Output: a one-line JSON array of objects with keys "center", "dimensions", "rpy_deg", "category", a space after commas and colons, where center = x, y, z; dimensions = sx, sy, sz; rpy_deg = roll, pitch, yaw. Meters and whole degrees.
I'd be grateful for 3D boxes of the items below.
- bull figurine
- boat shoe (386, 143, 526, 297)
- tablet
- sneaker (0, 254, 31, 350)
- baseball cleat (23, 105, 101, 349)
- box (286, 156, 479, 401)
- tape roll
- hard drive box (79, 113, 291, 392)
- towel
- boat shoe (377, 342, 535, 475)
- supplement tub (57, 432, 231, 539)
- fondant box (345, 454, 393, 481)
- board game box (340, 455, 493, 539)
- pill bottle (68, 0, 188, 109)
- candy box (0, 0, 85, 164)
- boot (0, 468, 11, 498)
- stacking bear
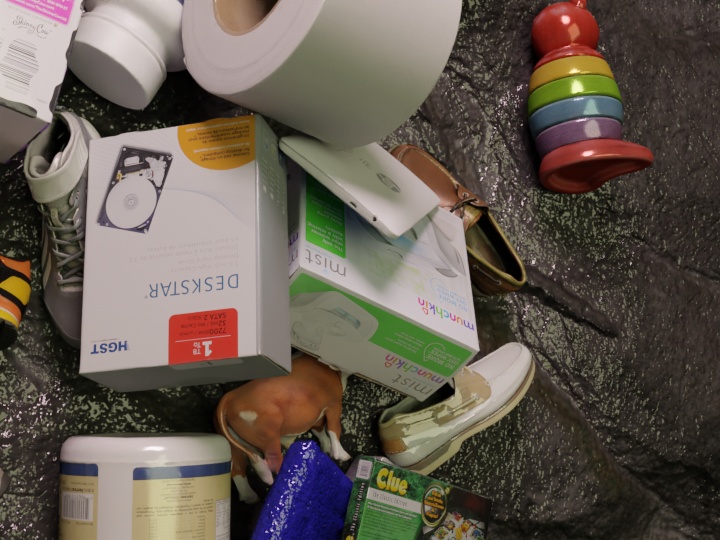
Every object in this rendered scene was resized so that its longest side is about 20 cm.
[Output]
[{"center": [-0.056, 0.129, 1.020], "dimensions": [0.199, 0.065, 0.123], "rpy_deg": [-23, 101, -44], "category": "bull figurine"}, {"center": [0.105, -0.058, 1.145], "dimensions": [0.200, 0.068, 0.072], "rpy_deg": [47, 66, -17], "category": "boat shoe"}, {"center": [0.006, -0.088, 0.991], "dimensions": [0.130, 0.200, 0.014], "rpy_deg": [40, 110, 4], "category": "tablet"}, {"center": [-0.363, -0.008, 0.878], "dimensions": [0.198, 0.070, 0.091], "rpy_deg": [25, 47, -19], "category": "sneaker"}, {"center": [-0.251, -0.036, 0.915], "dimensions": [0.069, 0.106, 0.203], "rpy_deg": [-9, 81, 5], "category": "baseball cleat"}, {"center": [0.000, 0.000, 1.022], "dimensions": [0.198, 0.097, 0.178], "rpy_deg": [27, 39, -25], "category": "box"}, {"center": [-0.035, -0.217, 0.891], "dimensions": [0.138, 0.201, 0.206], "rpy_deg": [18, 75, -42], "category": "tape roll"}, {"center": [-0.140, -0.012, 0.893], "dimensions": [0.154, 0.077, 0.203], "rpy_deg": [-8, 71, 12], "category": "hard drive box"}, {"center": [-0.056, 0.259, 0.923], "dimensions": [0.202, 0.049, 0.148], "rpy_deg": [-68, 155, -20], "category": "towel"}, {"center": [0.101, 0.128, 1.119], "dimensions": [0.199, 0.074, 0.069], "rpy_deg": [-38, 109, -27], "category": "boat shoe"}, {"center": [-0.178, 0.238, 0.903], "dimensions": [0.143, 0.144, 0.203], "rpy_deg": [4, 83, -30], "category": "supplement tub"}, {"center": [0.009, 0.303, 1.056], "dimensions": [0.144, 0.058, 0.201], "rpy_deg": [42, 65, -20], "category": "fondant box"}, {"center": [0.054, 0.243, 1.007], "dimensions": [0.199, 0.023, 0.106], "rpy_deg": [29, 72, -46], "category": "board game box"}, {"center": [-0.176, -0.250, 0.973], "dimensions": [0.119, 0.119, 0.202], "rpy_deg": [36, 68, -22], "category": "pill bottle"}, {"center": [-0.275, -0.205, 0.882], "dimensions": [0.071, 0.167, 0.203], "rpy_deg": [18, 76, -26], "category": "candy box"}, {"center": [-0.390, 0.174, 0.830], "dimensions": [0.203, 0.073, 0.155], "rpy_deg": [-42, 102, -31], "category": "boot"}, {"center": [0.239, -0.203, 1.224], "dimensions": [0.113, 0.121, 0.203], "rpy_deg": [4, 73, -37], "category": "stacking bear"}]
